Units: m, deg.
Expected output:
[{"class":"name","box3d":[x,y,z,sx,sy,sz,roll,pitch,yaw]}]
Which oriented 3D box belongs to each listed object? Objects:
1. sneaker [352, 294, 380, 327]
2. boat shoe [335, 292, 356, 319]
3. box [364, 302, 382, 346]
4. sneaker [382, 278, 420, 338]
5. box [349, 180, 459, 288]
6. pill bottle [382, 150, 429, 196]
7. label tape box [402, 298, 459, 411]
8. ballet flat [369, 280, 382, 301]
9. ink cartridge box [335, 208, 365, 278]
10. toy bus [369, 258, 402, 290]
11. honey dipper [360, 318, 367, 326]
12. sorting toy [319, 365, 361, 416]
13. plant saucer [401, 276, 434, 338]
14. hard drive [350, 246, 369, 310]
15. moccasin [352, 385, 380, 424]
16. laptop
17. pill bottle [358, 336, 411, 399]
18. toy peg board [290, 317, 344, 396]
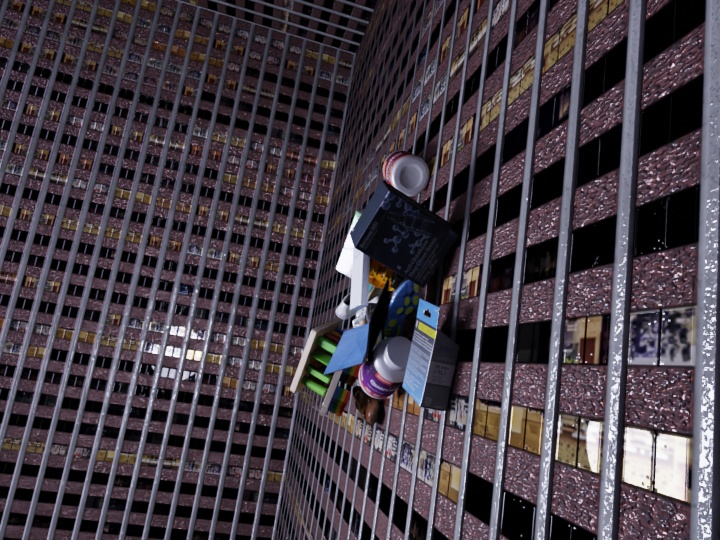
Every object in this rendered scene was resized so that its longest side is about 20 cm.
[{"class":"sneaker","box3d":[0.029,0.135,1.713,0.071,0.079,0.202,-90,17,-49]},{"class":"boat shoe","box3d":[-0.010,0.096,1.785,0.199,0.072,0.066,-25,-31,-49]},{"class":"box","box3d":[0.034,0.227,1.612,0.160,0.047,0.203,97,176,-49]},{"class":"sneaker","box3d":[0.092,0.086,1.313,0.201,0.069,0.084,109,160,-45]},{"class":"box","box3d":[0.098,-0.083,1.208,0.150,0.198,0.107,-57,17,15]},{"class":"pill bottle","box3d":[0.127,-0.291,1.553,0.200,0.111,0.115,-114,38,-71]},{"class":"label tape box","box3d":[0.152,0.173,1.117,0.144,0.062,0.204,-155,76,-79]},{"class":"ballet flat","box3d":[0.064,0.020,1.638,0.071,0.070,0.203,171,121,-77]},{"class":"ink cartridge box","box3d":[0.015,-0.085,1.640,0.145,0.083,0.203,-25,-40,-62]},{"class":"toy bus","box3d":[0.086,-0.069,1.543,0.201,0.133,0.194,113,177,-54]},{"class":"honey dipper","box3d":[0.000,0.199,1.584,0.201,0.037,0.039,106,169,-56]},{"class":"sorting toy","box3d":[-0.051,0.337,1.584,0.199,0.068,0.203,106,-175,-66]},{"class":"plant saucer","box3d":[0.144,0.071,1.329,0.200,0.034,0.205,-170,90,-79]},{"class":"hard drive","box3d":[0.000,0.000,1.431,0.132,0.026,0.205,142,132,-74]},{"class":"moccasin","box3d":[0.012,0.390,1.556,0.202,0.076,0.075,-119,41,-72]},{"class":"laptop","box3d":[-0.009,0.143,1.341,0.188,0.113,0.203,-62,-20,-57]},{"class":"pill bottle","box3d":[0.070,0.242,1.329,0.201,0.110,0.114,118,160,-56]},{"class":"toy peg board","box3d":[-0.097,0.268,1.582,0.199,0.097,0.203,-14,-53,-68]}]
